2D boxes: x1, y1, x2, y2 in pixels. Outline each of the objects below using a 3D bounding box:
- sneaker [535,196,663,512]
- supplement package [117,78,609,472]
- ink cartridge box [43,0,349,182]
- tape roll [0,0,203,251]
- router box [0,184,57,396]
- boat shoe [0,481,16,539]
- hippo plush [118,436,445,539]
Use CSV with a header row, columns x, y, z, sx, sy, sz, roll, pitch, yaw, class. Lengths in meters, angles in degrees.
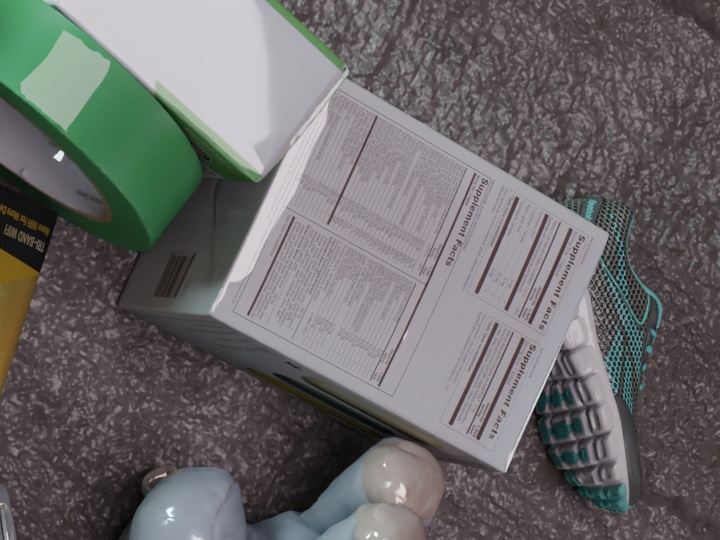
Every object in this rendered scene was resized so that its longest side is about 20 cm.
x,y,z,sx,sy,sz,roll,pitch,yaw,class
0.151,0.046,1.574,0.091,0.077,0.201,-18,100,-28,sneaker
0.000,0.000,1.457,0.199,0.152,0.151,29,80,-23,supplement package
-0.115,-0.123,1.377,0.146,0.200,0.084,42,77,-19,ink cartridge box
-0.175,-0.090,1.347,0.200,0.200,0.048,41,76,-20,tape roll
-0.243,0.017,1.334,0.200,0.052,0.158,31,75,-67,router box
-0.195,0.212,1.415,0.071,0.070,0.202,-15,95,-21,boat shoe
-0.051,0.151,1.452,0.160,0.200,0.160,22,73,1,hippo plush
